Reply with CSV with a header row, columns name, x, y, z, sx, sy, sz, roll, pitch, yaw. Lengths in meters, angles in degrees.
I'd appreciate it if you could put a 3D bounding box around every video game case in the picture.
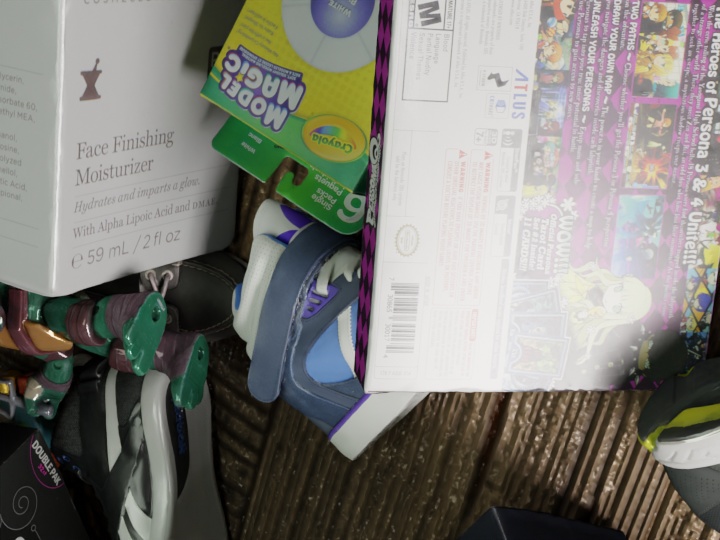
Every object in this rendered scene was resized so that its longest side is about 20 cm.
name,x,y,z,sx,sy,sz,roll,pitch,yaw
video game case,0.092,-0.039,0.691,0.179,0.036,0.202,0,105,-12

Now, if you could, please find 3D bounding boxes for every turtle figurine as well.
name,x,y,z,sx,sy,sz,roll,pitch,yaw
turtle figurine,-0.198,0.042,0.852,0.198,0.150,0.102,1,84,22

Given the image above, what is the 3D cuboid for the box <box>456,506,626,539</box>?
name,x,y,z,sx,sy,sz,roll,pitch,yaw
box,0.069,0.248,0.760,0.200,0.104,0.149,-49,41,32

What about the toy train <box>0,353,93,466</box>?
name,x,y,z,sx,sy,sz,roll,pitch,yaw
toy train,-0.276,0.055,1.004,0.200,0.055,0.151,42,120,19

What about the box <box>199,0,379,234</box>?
name,x,y,z,sx,sy,sz,roll,pitch,yaw
box,-0.005,-0.131,0.765,0.117,0.048,0.201,32,103,23

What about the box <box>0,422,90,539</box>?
name,x,y,z,sx,sy,sz,roll,pitch,yaw
box,-0.265,0.217,0.941,0.123,0.149,0.201,6,128,32

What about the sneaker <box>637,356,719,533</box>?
name,x,y,z,sx,sy,sz,roll,pitch,yaw
sneaker,0.237,0.073,0.679,0.198,0.075,0.085,-14,121,27

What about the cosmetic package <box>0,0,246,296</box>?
name,x,y,z,sx,sy,sz,roll,pitch,yaw
cosmetic package,-0.178,-0.113,0.837,0.164,0.164,0.202,16,111,30

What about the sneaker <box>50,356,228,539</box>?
name,x,y,z,sx,sy,sz,roll,pitch,yaw
sneaker,-0.151,0.155,0.942,0.111,0.073,0.202,2,93,36

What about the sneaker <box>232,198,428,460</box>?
name,x,y,z,sx,sy,sz,roll,pitch,yaw
sneaker,0.000,0.000,0.797,0.147,0.080,0.200,47,127,10

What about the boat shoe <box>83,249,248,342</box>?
name,x,y,z,sx,sy,sz,roll,pitch,yaw
boat shoe,-0.155,0.010,0.914,0.198,0.057,0.068,12,107,30
